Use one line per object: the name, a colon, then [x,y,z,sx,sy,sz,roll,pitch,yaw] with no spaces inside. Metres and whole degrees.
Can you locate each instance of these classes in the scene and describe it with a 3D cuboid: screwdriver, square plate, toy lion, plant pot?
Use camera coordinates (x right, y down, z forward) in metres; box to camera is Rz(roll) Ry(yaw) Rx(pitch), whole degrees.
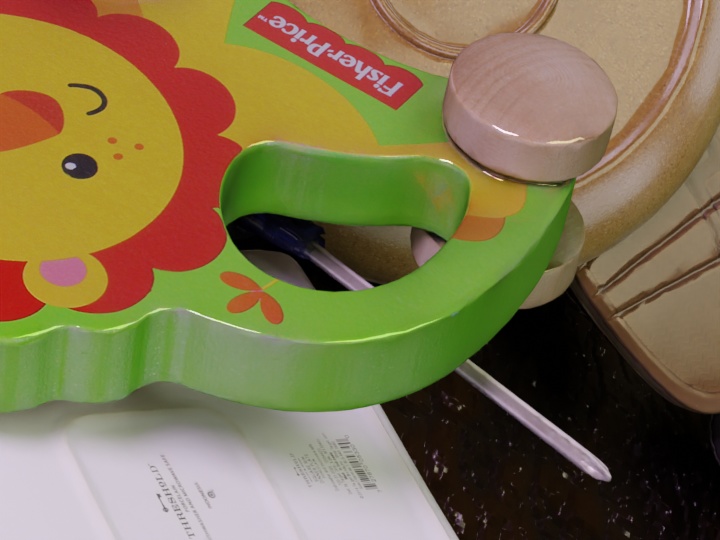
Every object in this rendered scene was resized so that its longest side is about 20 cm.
screwdriver: [0.000,0.000,0.826,0.029,0.200,0.028,-47,147,-18]
square plate: [-0.051,0.064,0.770,0.197,0.028,0.200,-3,49,-38]
toy lion: [-0.059,-0.024,0.780,0.199,0.069,0.192,29,46,17]
plant pot: [0.028,-0.094,0.909,0.199,0.027,0.201,2,82,-12]

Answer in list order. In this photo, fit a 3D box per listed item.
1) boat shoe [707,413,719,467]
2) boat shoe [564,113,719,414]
boat shoe: [0.179,0.092,1.036,0.200,0.065,0.072,33,72,-35]
boat shoe: [0.065,-0.042,0.963,0.072,0.072,0.200,-37,94,-16]
